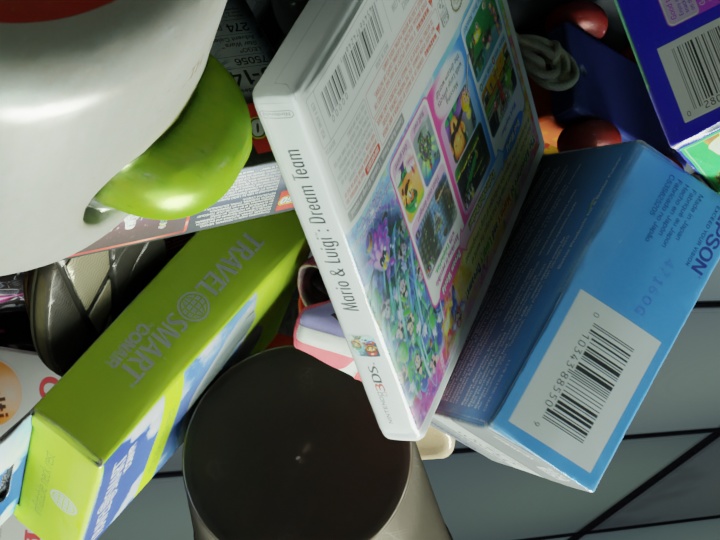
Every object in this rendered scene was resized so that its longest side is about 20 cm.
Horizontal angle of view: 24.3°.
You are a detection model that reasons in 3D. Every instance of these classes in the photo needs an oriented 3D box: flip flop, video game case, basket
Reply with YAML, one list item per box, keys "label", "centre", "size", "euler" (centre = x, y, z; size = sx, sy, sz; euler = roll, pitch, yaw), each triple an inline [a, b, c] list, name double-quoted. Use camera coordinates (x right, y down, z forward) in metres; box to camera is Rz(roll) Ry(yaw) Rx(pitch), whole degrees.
- label: "flip flop"
  centre: [-0.134, 0.011, 0.820]
  size: [0.081, 0.057, 0.200]
  euler: [-52, 172, -9]
- label: "video game case"
  centre: [0.026, -0.062, 0.715]
  size: [0.023, 0.201, 0.183]
  euler: [1, 132, 26]
- label: "basket"
  centre: [-0.023, 0.129, 0.882]
  size: [0.136, 0.180, 0.200]
  euler: [-44, 161, -15]

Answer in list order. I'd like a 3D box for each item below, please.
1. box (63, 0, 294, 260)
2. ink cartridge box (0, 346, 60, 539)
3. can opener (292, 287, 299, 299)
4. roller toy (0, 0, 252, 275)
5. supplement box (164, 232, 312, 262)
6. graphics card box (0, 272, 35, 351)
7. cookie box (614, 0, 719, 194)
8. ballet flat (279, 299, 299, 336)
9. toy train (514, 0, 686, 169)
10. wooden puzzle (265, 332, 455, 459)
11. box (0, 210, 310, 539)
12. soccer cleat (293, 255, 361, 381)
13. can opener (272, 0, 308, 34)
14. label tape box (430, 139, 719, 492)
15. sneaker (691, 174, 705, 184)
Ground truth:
- label: "box"
  centre: [-0.129, -0.070, 0.683]
  size: [0.198, 0.138, 0.040]
  euler: [-14, 148, -27]
- label: "ink cartridge box"
  centre: [-0.260, 0.118, 0.892]
  size: [0.198, 0.149, 0.145]
  euler: [10, 159, -20]
- label: "can opener"
  centre: [0.048, -0.015, 0.992]
  size: [0.198, 0.053, 0.067]
  euler: [1, 143, -11]
- label: "roller toy"
  centre: [-0.140, -0.104, 0.580]
  size: [0.198, 0.184, 0.140]
  euler: [-9, 153, -25]
- label: "supplement box"
  centre: [-0.095, -0.047, 0.866]
  size: [0.108, 0.061, 0.200]
  euler: [-21, 155, 7]
- label: "graphics card box"
  centre: [-0.206, -0.001, 0.893]
  size: [0.125, 0.051, 0.200]
  euler: [-23, 155, 12]
- label: "cookie box"
  centre: [0.182, -0.111, 0.806]
  size: [0.075, 0.173, 0.200]
  euler: [-25, 154, 19]
- label: "ballet flat"
  centre: [0.037, 0.005, 1.057]
  size: [0.199, 0.072, 0.072]
  euler: [-30, 153, 19]
- label: "toy train"
  centre: [0.084, -0.089, 0.902]
  size: [0.115, 0.086, 0.199]
  euler: [-18, 157, 35]
- label: "wooden puzzle"
  centre: [-0.066, 0.070, 1.029]
  size: [0.199, 0.047, 0.185]
  euler: [23, 159, -32]
- label: "box"
  centre: [-0.101, 0.053, 0.812]
  size: [0.200, 0.047, 0.122]
  euler: [-49, 171, -33]
- label: "soccer cleat"
  centre: [0.000, 0.000, 0.843]
  size: [0.076, 0.200, 0.067]
  euler: [13, 109, -10]
- label: "can opener"
  centre: [-0.023, -0.140, 0.724]
  size: [0.066, 0.053, 0.200]
  euler: [-22, 154, 10]
- label: "label tape box"
  centre: [0.086, 0.019, 0.811]
  size: [0.066, 0.144, 0.200]
  euler: [30, 173, -11]
- label: "sneaker"
  centre: [0.098, 0.003, 0.913]
  size: [0.106, 0.075, 0.200]
  euler: [20, 139, -32]
